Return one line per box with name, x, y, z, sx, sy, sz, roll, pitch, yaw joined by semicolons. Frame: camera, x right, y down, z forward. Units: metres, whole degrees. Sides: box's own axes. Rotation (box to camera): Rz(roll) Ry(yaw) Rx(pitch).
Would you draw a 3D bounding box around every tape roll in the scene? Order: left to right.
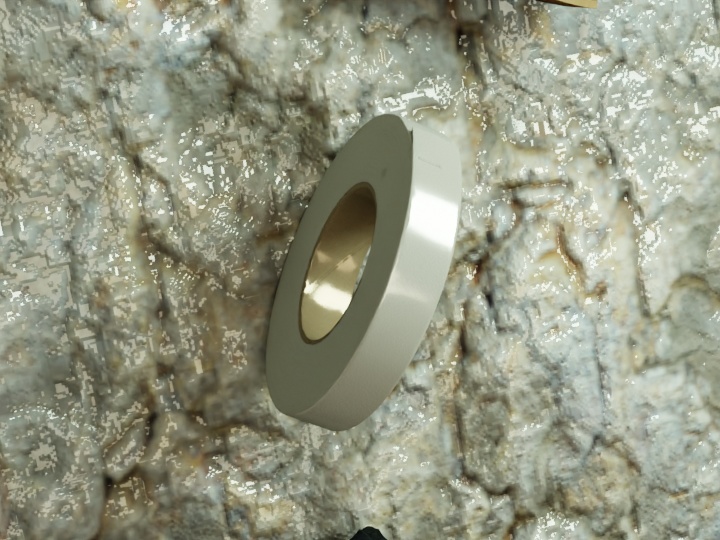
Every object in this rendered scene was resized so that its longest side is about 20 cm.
tape roll;0.000;0.000;1.258;0.037;0.203;0.203;21;90;-20

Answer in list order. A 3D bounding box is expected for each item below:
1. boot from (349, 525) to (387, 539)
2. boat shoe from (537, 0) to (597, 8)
boot;-0.051;0.227;1.333;0.168;0.076;0.200;-45;115;-5
boat shoe;0.072;-0.222;1.323;0.199;0.070;0.071;12;97;-20
